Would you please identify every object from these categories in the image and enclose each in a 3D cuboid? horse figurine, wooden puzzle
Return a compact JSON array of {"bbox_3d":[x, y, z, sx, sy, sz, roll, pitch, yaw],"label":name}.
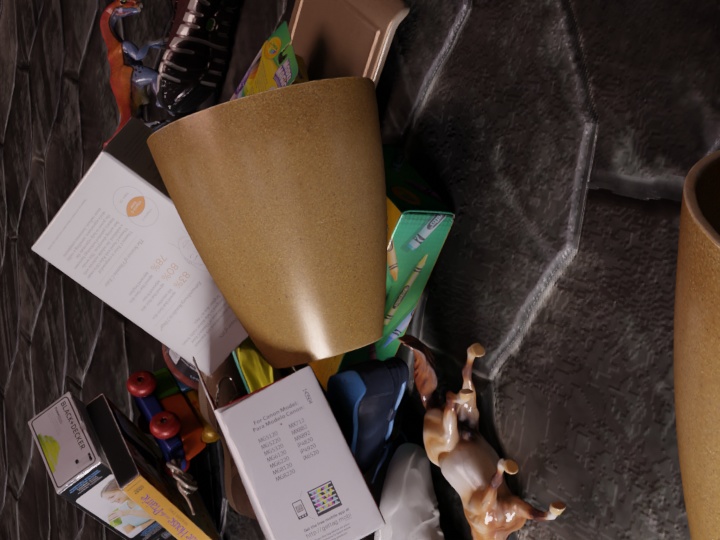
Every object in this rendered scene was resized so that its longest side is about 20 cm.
[{"bbox_3d":[0.086,0.142,0.778,0.200,0.050,0.133,62,155,25],"label":"horse figurine"},{"bbox_3d":[-0.029,-0.196,1.001,0.185,0.037,0.200,51,125,46],"label":"wooden puzzle"}]

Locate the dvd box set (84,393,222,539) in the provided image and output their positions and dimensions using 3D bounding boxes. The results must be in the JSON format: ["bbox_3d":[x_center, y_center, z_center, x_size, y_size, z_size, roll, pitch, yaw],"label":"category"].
[{"bbox_3d":[-0.233,0.245,1.176,0.029,0.200,0.146,-36,42,-5],"label":"dvd box set"}]

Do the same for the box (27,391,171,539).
[{"bbox_3d":[-0.296,0.240,1.196,0.117,0.060,0.200,51,174,38],"label":"box"}]

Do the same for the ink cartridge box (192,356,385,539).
[{"bbox_3d":[-0.062,0.150,0.834,0.176,0.084,0.200,64,169,12],"label":"ink cartridge box"}]

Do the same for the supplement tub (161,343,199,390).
[{"bbox_3d":[-0.133,0.036,1.084,0.200,0.107,0.107,-55,46,40],"label":"supplement tub"}]

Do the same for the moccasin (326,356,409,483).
[{"bbox_3d":[0.009,0.135,0.884,0.081,0.068,0.200,62,162,17],"label":"moccasin"}]

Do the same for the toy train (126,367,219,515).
[{"bbox_3d":[-0.175,0.179,1.144,0.200,0.115,0.085,48,153,40],"label":"toy train"}]

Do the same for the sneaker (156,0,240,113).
[{"bbox_3d":[-0.204,-0.299,1.249,0.200,0.075,0.116,-63,34,18],"label":"sneaker"}]

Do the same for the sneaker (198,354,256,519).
[{"bbox_3d":[-0.108,0.171,1.056,0.075,0.070,0.201,10,121,38],"label":"sneaker"}]

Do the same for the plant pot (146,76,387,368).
[{"bbox_3d":[-0.054,-0.030,0.810,0.186,0.186,0.201,-15,90,56],"label":"plant pot"}]

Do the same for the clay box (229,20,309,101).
[{"bbox_3d":[-0.103,-0.132,0.991,0.200,0.048,0.115,-51,32,27],"label":"clay box"}]

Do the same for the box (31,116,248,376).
[{"bbox_3d":[-0.172,-0.021,0.933,0.124,0.200,0.098,-47,14,23],"label":"box"}]

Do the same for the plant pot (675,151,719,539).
[{"bbox_3d":[0.222,0.067,0.471,0.186,0.186,0.201,46,139,48],"label":"plant pot"}]

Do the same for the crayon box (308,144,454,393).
[{"bbox_3d":[0.000,0.000,0.920,0.119,0.058,0.200,53,131,44],"label":"crayon box"}]

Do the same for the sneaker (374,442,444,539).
[{"bbox_3d":[0.055,0.239,0.823,0.075,0.088,0.201,70,-156,-58],"label":"sneaker"}]

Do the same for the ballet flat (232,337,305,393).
[{"bbox_3d":[-0.070,0.143,1.005,0.067,0.067,0.201,-15,96,19],"label":"ballet flat"}]

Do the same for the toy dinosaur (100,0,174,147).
[{"bbox_3d":[-0.296,-0.271,1.321,0.105,0.200,0.182,-42,86,30],"label":"toy dinosaur"}]
